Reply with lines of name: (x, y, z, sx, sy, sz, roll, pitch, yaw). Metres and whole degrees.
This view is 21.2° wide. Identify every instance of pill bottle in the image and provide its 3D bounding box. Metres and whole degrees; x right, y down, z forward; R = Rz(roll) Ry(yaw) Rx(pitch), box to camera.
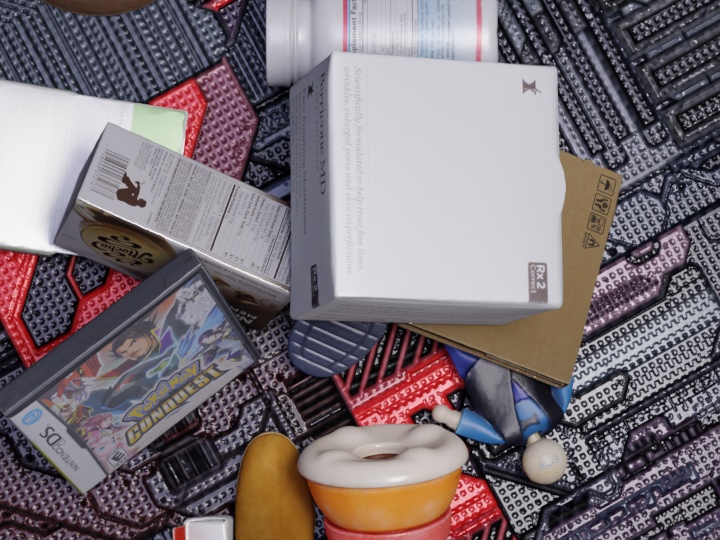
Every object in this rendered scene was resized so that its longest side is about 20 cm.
pill bottle: (0.017, -0.201, 1.674, 0.198, 0.109, 0.110, 0, 84, -1)

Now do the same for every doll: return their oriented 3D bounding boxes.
doll: (0.121, 0.094, 1.677, 0.136, 0.048, 0.201, -26, 86, -16)

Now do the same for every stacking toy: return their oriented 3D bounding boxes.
stacking toy: (0.024, 0.239, 1.636, 0.144, 0.146, 0.202, -4, 100, -2)

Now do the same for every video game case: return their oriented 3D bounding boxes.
video game case: (-0.189, 0.089, 1.608, 0.199, 0.181, 0.026, -37, 60, -6)

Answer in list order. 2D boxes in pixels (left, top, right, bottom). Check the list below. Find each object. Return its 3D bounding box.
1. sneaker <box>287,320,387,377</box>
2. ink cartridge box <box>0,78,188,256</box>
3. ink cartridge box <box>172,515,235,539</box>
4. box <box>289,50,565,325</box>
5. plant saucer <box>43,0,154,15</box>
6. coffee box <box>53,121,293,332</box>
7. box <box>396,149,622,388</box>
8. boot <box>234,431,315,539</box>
sneaker: (0.000, 0.000, 1.675, 0.074, 0.082, 0.201, 28, 95, -13)
ink cartridge box: (-0.260, -0.084, 1.689, 0.198, 0.048, 0.147, 8, 85, -15)
ink cartridge box: (-0.124, 0.306, 1.589, 0.043, 0.174, 0.202, -3, 85, -2)
box: (0.051, -0.062, 1.561, 0.198, 0.131, 0.201, 3, 80, -19)
plant saucer: (-0.234, -0.330, 1.718, 0.198, 0.037, 0.203, 0, 84, -1)
coffee box: (-0.146, -0.034, 1.626, 0.199, 0.113, 0.080, 24, 66, -12)
box: (0.131, -0.019, 1.667, 0.162, 0.021, 0.202, 21, 73, -12)
boot: (-0.071, 0.236, 1.612, 0.070, 0.144, 0.203, -1, 84, -2)
